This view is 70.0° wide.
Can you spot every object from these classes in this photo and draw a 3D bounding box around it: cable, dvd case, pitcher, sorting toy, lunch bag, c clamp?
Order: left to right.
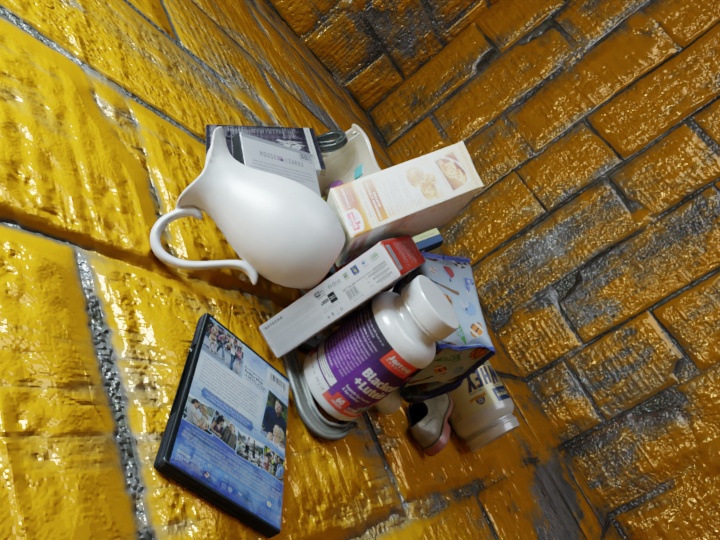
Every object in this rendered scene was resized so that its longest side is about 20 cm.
[{"bbox_3d":[-0.129,0.149,0.532,0.143,0.017,0.201,47,19,-28],"label":"dvd case"},{"bbox_3d":[-0.132,-0.045,0.624,0.199,0.173,0.121,34,-13,-14],"label":"pitcher"},{"bbox_3d":[-0.168,-0.212,0.901,0.150,0.197,0.016,-108,-159,-45],"label":"dvd case"},{"bbox_3d":[-0.110,-0.093,0.761,0.149,0.025,0.203,5,68,-51],"label":"dvd case"},{"bbox_3d":[-0.122,-0.220,0.987,0.097,0.198,0.051,-125,-164,-47],"label":"cable"},{"bbox_3d":[-0.052,0.153,0.735,0.171,0.027,0.201,39,22,-46],"label":"c clamp"},{"bbox_3d":[-0.038,-0.162,0.981,0.180,0.199,0.107,47,-10,49],"label":"sorting toy"},{"bbox_3d":[0.112,0.098,0.824,0.122,0.201,0.172,8,52,-20],"label":"lunch bag"}]

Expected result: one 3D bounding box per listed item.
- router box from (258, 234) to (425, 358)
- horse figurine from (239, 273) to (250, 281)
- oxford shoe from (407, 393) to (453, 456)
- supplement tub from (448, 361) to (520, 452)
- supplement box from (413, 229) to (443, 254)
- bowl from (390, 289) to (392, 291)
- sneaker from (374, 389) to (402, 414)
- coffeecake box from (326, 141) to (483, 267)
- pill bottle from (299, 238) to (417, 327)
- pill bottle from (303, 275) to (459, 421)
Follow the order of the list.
[{"bbox_3d":[-0.017,0.030,0.706,0.049,0.199,0.179,56,17,4],"label":"router box"},{"bbox_3d":[-0.172,-0.058,0.763,0.201,0.050,0.133,55,16,-4],"label":"horse figurine"},{"bbox_3d":[0.130,0.260,0.982,0.075,0.070,0.200,47,16,-8],"label":"oxford shoe"},{"bbox_3d":[0.250,0.281,1.149,0.145,0.144,0.202,26,33,-60],"label":"supplement tub"},{"bbox_3d":[0.073,-0.070,1.197,0.201,0.133,0.202,96,-30,-59],"label":"supplement box"},{"bbox_3d":[0.060,0.073,1.047,0.201,0.074,0.200,52,0,-7],"label":"bowl"},{"bbox_3d":[0.011,0.128,0.860,0.116,0.073,0.202,54,12,-52],"label":"sneaker"},{"bbox_3d":[0.051,-0.089,0.736,0.074,0.198,0.154,66,-14,9],"label":"coffeecake box"},{"bbox_3d":[0.000,0.000,0.877,0.112,0.199,0.113,48,17,-20],"label":"pill bottle"},{"bbox_3d":[0.028,0.099,0.677,0.111,0.200,0.112,41,22,-21],"label":"pill bottle"}]
